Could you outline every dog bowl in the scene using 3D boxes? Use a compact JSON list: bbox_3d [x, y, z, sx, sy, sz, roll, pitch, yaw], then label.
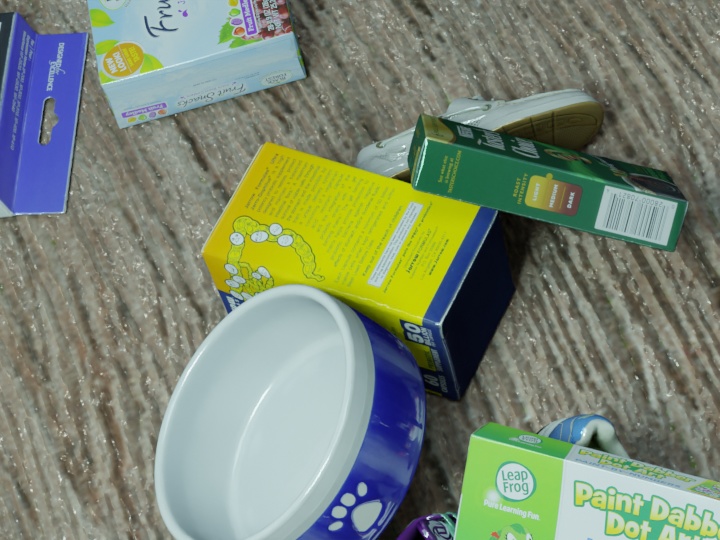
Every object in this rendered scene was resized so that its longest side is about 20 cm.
[{"bbox_3d":[-0.050,0.116,1.457,0.200,0.079,0.201,-28,47,35],"label":"dog bowl"}]

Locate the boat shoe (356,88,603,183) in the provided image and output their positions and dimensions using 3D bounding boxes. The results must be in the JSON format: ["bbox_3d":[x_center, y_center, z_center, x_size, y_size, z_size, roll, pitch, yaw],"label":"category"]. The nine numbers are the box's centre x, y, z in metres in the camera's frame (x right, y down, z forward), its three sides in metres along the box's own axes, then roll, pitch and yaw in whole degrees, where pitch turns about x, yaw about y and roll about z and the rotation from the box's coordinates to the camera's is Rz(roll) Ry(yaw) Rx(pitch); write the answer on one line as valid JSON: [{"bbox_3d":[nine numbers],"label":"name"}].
[{"bbox_3d":[0.090,-0.108,1.636,0.199,0.071,0.070,-19,51,-1],"label":"boat shoe"}]

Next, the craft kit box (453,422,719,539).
[{"bbox_3d":[0.153,0.218,1.350,0.199,0.048,0.199,13,101,20],"label":"craft kit box"}]

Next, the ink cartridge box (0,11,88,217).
[{"bbox_3d":[-0.338,-0.129,1.763,0.199,0.043,0.199,-5,56,8],"label":"ink cartridge box"}]

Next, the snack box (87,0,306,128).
[{"bbox_3d":[-0.147,-0.234,1.774,0.168,0.068,0.201,-14,54,2],"label":"snack box"}]

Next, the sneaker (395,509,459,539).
[{"bbox_3d":[0.083,0.188,1.430,0.199,0.088,0.075,-31,56,-8],"label":"sneaker"}]

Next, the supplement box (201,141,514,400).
[{"bbox_3d":[0.000,0.000,1.561,0.199,0.109,0.110,17,62,23],"label":"supplement box"}]

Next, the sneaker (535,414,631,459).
[{"bbox_3d":[0.169,0.189,1.390,0.075,0.077,0.201,-18,76,-22],"label":"sneaker"}]

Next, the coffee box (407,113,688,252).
[{"bbox_3d":[0.135,-0.066,1.537,0.199,0.123,0.044,13,102,-2],"label":"coffee box"}]
